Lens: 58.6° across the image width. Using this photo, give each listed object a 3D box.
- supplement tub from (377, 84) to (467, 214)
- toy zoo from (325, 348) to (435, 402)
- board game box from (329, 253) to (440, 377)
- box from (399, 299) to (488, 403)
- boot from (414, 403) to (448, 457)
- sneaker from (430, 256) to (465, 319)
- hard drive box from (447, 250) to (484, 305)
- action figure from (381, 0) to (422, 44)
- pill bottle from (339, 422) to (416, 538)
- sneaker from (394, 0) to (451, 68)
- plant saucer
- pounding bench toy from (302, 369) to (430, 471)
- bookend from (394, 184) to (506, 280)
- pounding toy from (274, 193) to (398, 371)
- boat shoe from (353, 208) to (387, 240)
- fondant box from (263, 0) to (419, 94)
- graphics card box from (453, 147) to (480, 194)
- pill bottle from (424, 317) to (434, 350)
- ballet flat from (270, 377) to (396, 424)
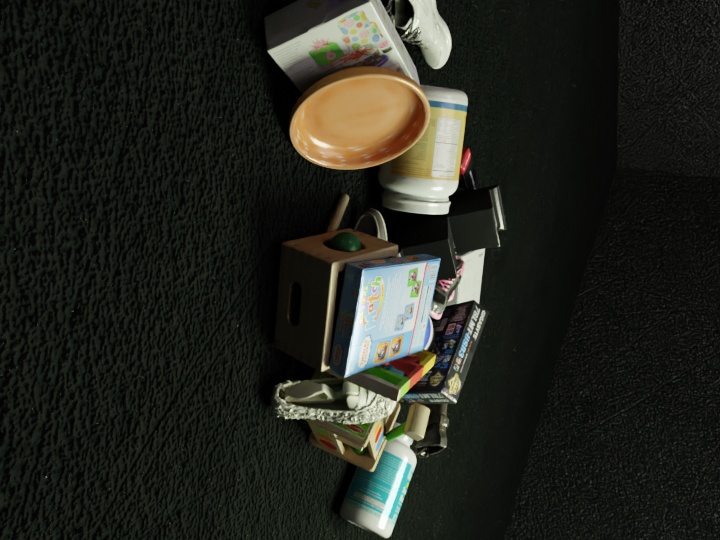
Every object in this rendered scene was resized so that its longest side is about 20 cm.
[{"bbox_3d":[0.104,-0.208,1.102,0.144,0.142,0.206,-15,114,-58],"label":"supplement tub"},{"bbox_3d":[0.037,0.137,0.996,0.199,0.128,0.021,-22,128,-63],"label":"toy zoo"},{"bbox_3d":[0.040,0.059,0.938,0.198,0.036,0.156,-8,112,-53],"label":"board game box"},{"bbox_3d":[0.148,0.167,1.285,0.049,0.198,0.202,35,63,-21],"label":"box"},{"bbox_3d":[0.135,0.295,1.329,0.200,0.068,0.178,133,-28,-65],"label":"boot"},{"bbox_3d":[0.149,0.020,1.183,0.096,0.078,0.200,-55,174,23],"label":"sneaker"},{"bbox_3d":[0.220,0.044,1.482,0.155,0.075,0.206,-19,118,-58],"label":"hard drive box"},{"bbox_3d":[0.035,-0.361,0.966,0.117,0.101,0.206,-14,115,-46],"label":"action figure"},{"bbox_3d":[0.043,0.404,1.258,0.204,0.108,0.111,-66,149,-21],"label":"pill bottle"},{"bbox_3d":[0.097,-0.424,1.107,0.100,0.074,0.201,-47,143,-14],"label":"sneaker"},{"bbox_3d":[-0.003,-0.211,0.879,0.200,0.196,0.038,39,36,-58],"label":"plant saucer"},{"bbox_3d":[0.018,0.241,1.035,0.126,0.196,0.157,-60,159,-27],"label":"pounding bench toy"},{"bbox_3d":[0.165,-0.054,1.142,0.200,0.195,0.094,-79,154,-61],"label":"bookend"},{"bbox_3d":[-0.039,0.007,0.960,0.182,0.140,0.206,-16,118,-50],"label":"pounding toy"},{"bbox_3d":[0.000,0.000,1.072,0.057,0.065,0.206,-13,115,-64],"label":"boat shoe"},{"bbox_3d":[-0.017,-0.277,0.846,0.200,0.141,0.060,38,38,-59],"label":"fondant box"},{"bbox_3d":[0.170,-0.164,1.261,0.052,0.123,0.201,-64,148,-24],"label":"graphics card box"},{"bbox_3d":[0.071,0.106,1.195,0.199,0.110,0.115,31,74,-60],"label":"pill bottle"},{"bbox_3d":[-0.039,0.187,0.941,0.072,0.194,0.074,-4,90,-88],"label":"ballet flat"}]
